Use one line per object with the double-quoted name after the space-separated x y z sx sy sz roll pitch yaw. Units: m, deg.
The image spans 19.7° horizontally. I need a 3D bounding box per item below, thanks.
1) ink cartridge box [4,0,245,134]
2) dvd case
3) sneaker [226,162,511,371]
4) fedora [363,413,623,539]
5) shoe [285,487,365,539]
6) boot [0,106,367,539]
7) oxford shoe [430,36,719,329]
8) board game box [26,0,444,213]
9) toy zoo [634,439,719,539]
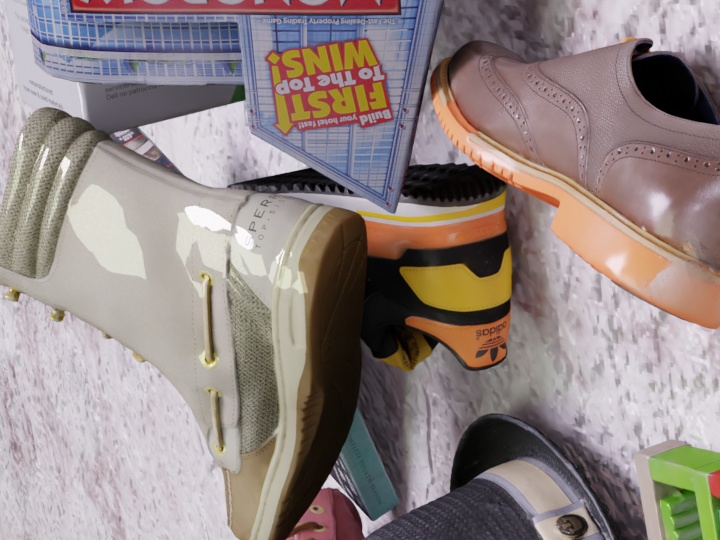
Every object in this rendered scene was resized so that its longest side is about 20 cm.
-0.085 -0.176 0.906 0.088 0.145 0.200 29 131 58 "ink cartridge box"
-0.057 0.023 1.053 0.200 0.022 0.146 43 162 46 "dvd case"
0.000 0.000 0.924 0.200 0.070 0.090 6 107 60 "sneaker"
0.054 0.163 0.862 0.201 0.092 0.201 166 90 -73 "fedora"
-0.030 0.153 0.976 0.091 0.071 0.200 56 -170 21 "shoe"
-0.080 0.028 0.892 0.155 0.072 0.200 21 137 14 "boot"
0.089 -0.051 0.747 0.073 0.071 0.200 -61 33 12 "oxford shoe"
-0.040 -0.122 0.800 0.062 0.200 0.200 -74 -18 -61 "board game box"
0.170 0.137 0.722 0.200 0.020 0.131 8 112 62 "toy zoo"
